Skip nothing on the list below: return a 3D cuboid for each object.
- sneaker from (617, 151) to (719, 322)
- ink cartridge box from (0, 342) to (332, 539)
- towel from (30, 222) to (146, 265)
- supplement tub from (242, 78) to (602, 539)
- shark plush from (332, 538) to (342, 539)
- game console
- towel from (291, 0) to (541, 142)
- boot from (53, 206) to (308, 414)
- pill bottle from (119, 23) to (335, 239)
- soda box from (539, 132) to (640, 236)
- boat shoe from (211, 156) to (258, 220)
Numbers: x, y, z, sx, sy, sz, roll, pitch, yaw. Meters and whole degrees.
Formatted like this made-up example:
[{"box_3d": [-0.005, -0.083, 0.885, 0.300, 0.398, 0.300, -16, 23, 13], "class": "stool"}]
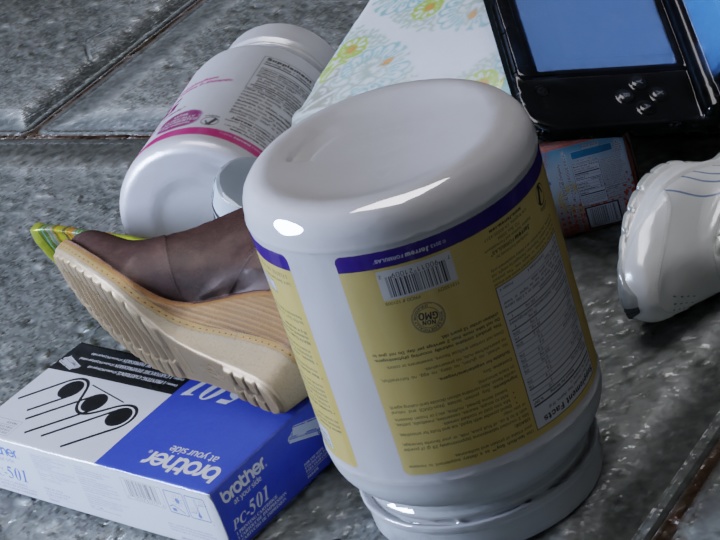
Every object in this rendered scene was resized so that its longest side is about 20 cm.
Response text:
[{"box_3d": [0.217, -0.033, 1.160, 0.087, 0.075, 0.200, 18, 44, 43], "class": "sneaker"}, {"box_3d": [-0.115, 0.094, 1.152, 0.200, 0.044, 0.094, 9, 38, 41], "class": "ink cartridge box"}, {"box_3d": [-0.116, 0.009, 1.277, 0.200, 0.086, 0.018, 9, 61, 42], "class": "towel"}, {"box_3d": [0.037, 0.023, 1.019, 0.145, 0.200, 0.145, -14, 27, 8], "class": "supplement tub"}, {"box_3d": [-0.089, 0.183, 0.989, 0.200, 0.091, 0.083, -12, 39, -38], "class": "shark plush"}, {"box_3d": [0.166, -0.187, 1.213, 0.176, 0.116, 0.200, -4, 51, -10], "class": "game console"}, {"box_3d": [0.067, -0.144, 1.324, 0.171, 0.048, 0.200, -3, 41, 37], "class": "towel"}, {"box_3d": [-0.055, -0.014, 1.162, 0.200, 0.072, 0.166, 25, 62, 33], "class": "boot"}, {"box_3d": [-0.076, -0.080, 1.384, 0.113, 0.113, 0.200, -8, 28, 20], "class": "pill bottle"}, {"box_3d": [0.071, -0.050, 1.290, 0.200, 0.064, 0.068, -14, 27, 8], "class": "soda box"}, {"box_3d": [-0.002, 0.001, 1.226, 0.199, 0.068, 0.074, 20, 44, 15], "class": "boat shoe"}]
